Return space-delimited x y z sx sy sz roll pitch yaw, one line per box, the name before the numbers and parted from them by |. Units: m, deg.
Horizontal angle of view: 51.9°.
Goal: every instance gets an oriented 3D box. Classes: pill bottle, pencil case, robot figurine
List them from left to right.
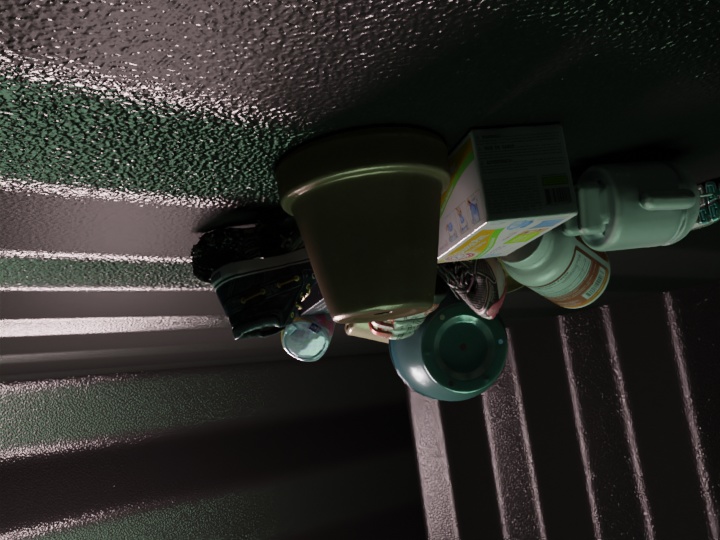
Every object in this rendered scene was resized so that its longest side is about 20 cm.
pencil case | -0.087 0.077 1.336 0.090 0.201 0.084 29 117 -8
pill bottle | 0.274 -0.023 1.072 0.111 0.114 0.198 -16 153 37
robot figurine | 0.365 -0.087 0.987 0.196 0.116 0.169 -5 -175 -16

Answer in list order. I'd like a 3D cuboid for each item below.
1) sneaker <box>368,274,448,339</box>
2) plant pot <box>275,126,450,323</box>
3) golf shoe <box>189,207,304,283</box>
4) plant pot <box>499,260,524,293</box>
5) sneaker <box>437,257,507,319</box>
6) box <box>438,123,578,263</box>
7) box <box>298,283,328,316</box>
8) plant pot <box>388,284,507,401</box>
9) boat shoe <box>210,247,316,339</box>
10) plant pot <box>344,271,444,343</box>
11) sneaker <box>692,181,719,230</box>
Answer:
sneaker | 0.028 0.051 1.051 0.199 0.068 0.109 3 135 -41
plant pot | 0.011 -0.037 0.811 0.196 0.179 0.200 -7 171 -1
golf shoe | -0.145 -0.024 1.024 0.197 0.079 0.094 -13 169 28
plant pot | 0.242 -0.042 1.143 0.196 0.028 0.202 -17 140 -15
sneaker | 0.134 -0.007 1.046 0.073 0.201 0.082 2 128 -34
box | 0.153 -0.083 0.873 0.110 0.104 0.200 -6 169 -13
box | 0.000 0.000 1.191 0.178 0.106 0.200 -6 170 -19
plant pot | 0.150 0.119 1.186 0.196 0.205 0.188 -8 179 -3
boat shoe | -0.093 0.029 0.957 0.197 0.092 0.071 -13 166 -36
plant pot | 0.066 0.060 1.398 0.179 0.205 0.200 6 167 -9
sneaker | 0.536 -0.088 1.242 0.090 0.079 0.198 -4 171 -43
